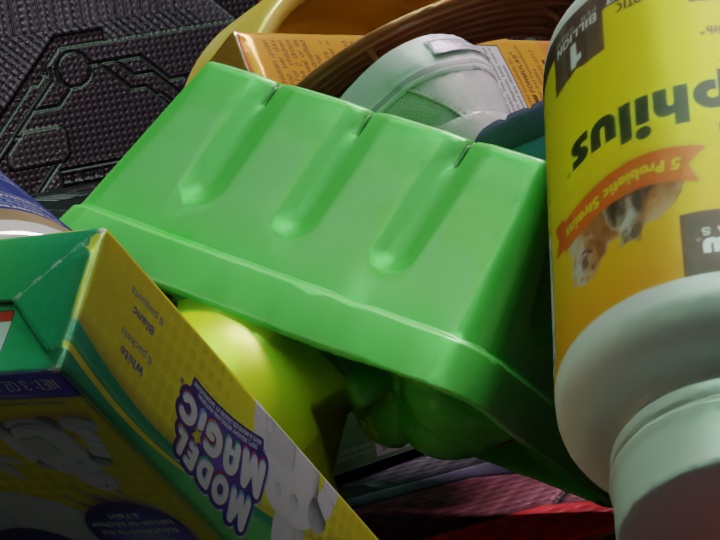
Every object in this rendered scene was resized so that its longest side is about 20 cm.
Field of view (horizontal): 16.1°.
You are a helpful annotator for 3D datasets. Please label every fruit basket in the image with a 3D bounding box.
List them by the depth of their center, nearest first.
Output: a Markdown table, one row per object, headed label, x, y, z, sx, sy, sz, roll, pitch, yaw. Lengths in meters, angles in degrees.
| label | x | y | z | sx | sy | sz | roll | pitch | yaw |
| --- | --- | --- | --- | --- | --- | --- | --- | --- | --- |
| fruit basket | -0.022 | 0.043 | 0.900 | 0.215 | 0.216 | 0.155 | -5 | -24 | 29 |

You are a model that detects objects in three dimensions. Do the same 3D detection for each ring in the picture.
| label | x | y | z | sx | sy | sz | roll | pitch | yaw |
| --- | --- | --- | --- | --- | --- | --- | --- | --- | --- |
| ring | 0.039 | -0.057 | 1.098 | 0.200 | 0.019 | 0.200 | -20 | -25 | -10 |

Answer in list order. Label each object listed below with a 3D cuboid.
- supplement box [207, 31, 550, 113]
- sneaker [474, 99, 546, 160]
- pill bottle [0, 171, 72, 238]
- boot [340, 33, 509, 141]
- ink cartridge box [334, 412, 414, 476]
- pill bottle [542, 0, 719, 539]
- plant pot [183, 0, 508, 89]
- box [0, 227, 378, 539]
| label | x | y | z | sx | sy | sz | roll | pitch | yaw |
| --- | --- | --- | --- | --- | --- | --- | --- | --- | --- |
| supplement box | 0.017 | -0.066 | 1.161 | 0.200 | 0.069 | 0.067 | -4 | -30 | -40 |
| sneaker | 0.140 | -0.041 | 0.917 | 0.200 | 0.082 | 0.074 | -7 | 6 | 8 |
| pill bottle | -0.159 | 0.007 | 0.860 | 0.111 | 0.111 | 0.200 | -12 | 25 | -27 |
| boot | 0.000 | 0.000 | 1.039 | 0.073 | 0.096 | 0.200 | -2 | -33 | -37 |
| ink cartridge box | -0.076 | 0.064 | 1.102 | 0.200 | 0.048 | 0.145 | -5 | 8 | 44 |
| pill bottle | 0.112 | 0.001 | 0.782 | 0.109 | 0.109 | 0.200 | -8 | 48 | 10 |
| plant pot | -0.028 | -0.030 | 1.288 | 0.201 | 0.201 | 0.189 | -15 | -7 | -40 |
| box | -0.072 | 0.067 | 0.704 | 0.117 | 0.048 | 0.200 | -6 | -36 | 30 |
